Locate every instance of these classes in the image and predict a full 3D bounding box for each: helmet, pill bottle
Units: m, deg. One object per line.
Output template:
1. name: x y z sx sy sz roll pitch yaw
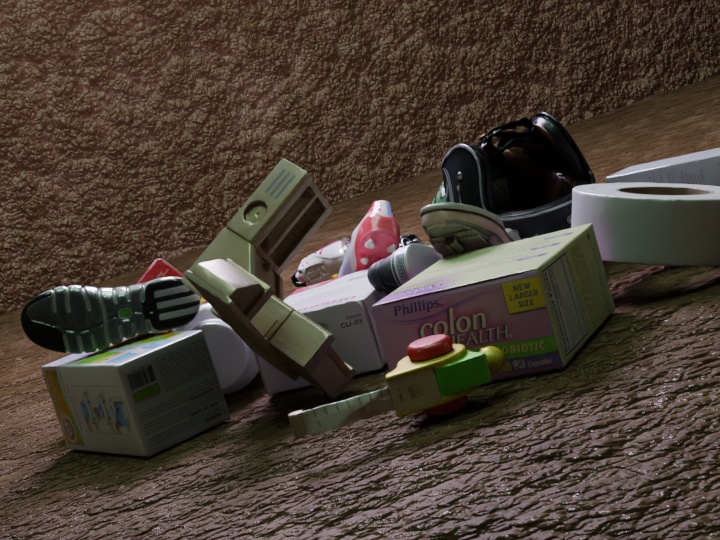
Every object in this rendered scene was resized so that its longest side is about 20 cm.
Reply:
1. helmet: 0.206 -0.083 1.713 0.199 0.192 0.200 -26 -12 -6
2. pill bottle: -0.165 0.084 1.610 0.109 0.110 0.200 -16 7 1

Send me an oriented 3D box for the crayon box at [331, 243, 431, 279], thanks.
1. crayon box: 0.041 0.014 1.882 0.199 0.052 0.126 -19 8 -11

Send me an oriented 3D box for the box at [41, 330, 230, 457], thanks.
1. box: -0.248 0.132 1.477 0.112 0.102 0.199 -22 10 -36

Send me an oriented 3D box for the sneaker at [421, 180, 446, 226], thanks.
1. sneaker: 0.167 -0.068 1.867 0.078 0.086 0.200 20 -2 36

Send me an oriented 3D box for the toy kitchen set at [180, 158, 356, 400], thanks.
1. toy kitchen set: -0.074 -0.012 1.391 0.200 0.163 0.181 32 77 36

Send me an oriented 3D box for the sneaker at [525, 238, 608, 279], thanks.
1. sneaker: 0.227 0.012 1.534 0.088 0.077 0.200 14 4 -5

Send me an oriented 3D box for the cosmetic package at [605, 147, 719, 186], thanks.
1. cosmetic package: 0.407 -0.089 1.637 0.199 0.102 0.071 -9 10 40

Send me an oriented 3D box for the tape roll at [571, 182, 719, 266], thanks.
1. tape roll: 0.327 -0.053 1.464 0.201 0.071 0.202 0 9 0

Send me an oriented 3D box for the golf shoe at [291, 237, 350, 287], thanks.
1. golf shoe: -0.052 0.002 2.121 0.092 0.073 0.200 -25 0 -15

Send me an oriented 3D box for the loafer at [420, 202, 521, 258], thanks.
1. loafer: 0.129 -0.024 1.500 0.071 0.063 0.200 -8 -15 28

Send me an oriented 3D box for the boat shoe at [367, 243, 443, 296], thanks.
1. boat shoe: 0.082 0.017 1.537 0.067 0.072 0.199 -19 -18 33

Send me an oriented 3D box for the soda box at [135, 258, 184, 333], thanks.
1. soda box: -0.281 0.084 1.647 0.200 0.070 0.063 -55 5 -23

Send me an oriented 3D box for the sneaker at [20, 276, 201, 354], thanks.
1. sneaker: -0.272 0.047 1.523 0.198 0.076 0.115 -6 3 2

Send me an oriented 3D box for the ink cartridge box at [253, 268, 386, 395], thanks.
1. ink cartridge box: -0.027 0.063 1.554 0.144 0.084 0.200 -15 8 17

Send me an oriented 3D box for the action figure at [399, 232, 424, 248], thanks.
1. action figure: 0.063 0.003 1.739 0.118 0.103 0.200 -26 6 -23

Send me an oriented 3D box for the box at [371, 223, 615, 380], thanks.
1. box: 0.137 0.037 1.344 0.175 0.097 0.200 -13 8 27

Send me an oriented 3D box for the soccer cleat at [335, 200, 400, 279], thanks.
1. soccer cleat: 0.000 0.000 1.693 0.066 0.201 0.077 15 46 -12

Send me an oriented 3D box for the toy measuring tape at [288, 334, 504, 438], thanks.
1. toy measuring tape: 0.032 0.104 1.204 0.199 0.074 0.074 -17 8 -5
